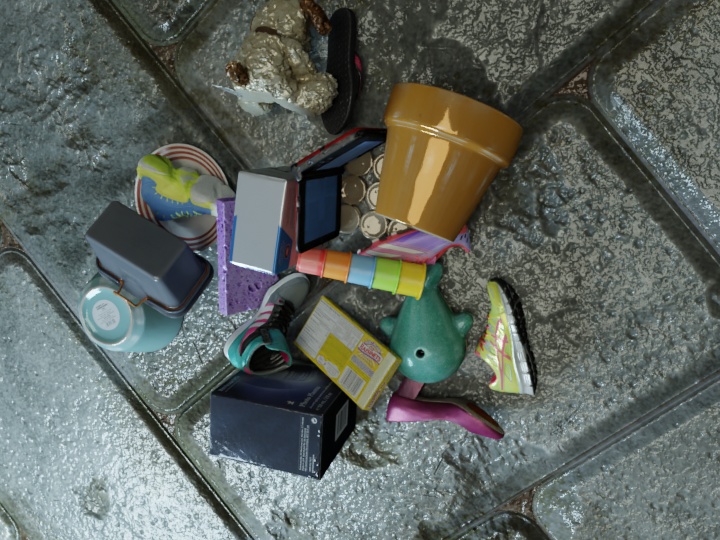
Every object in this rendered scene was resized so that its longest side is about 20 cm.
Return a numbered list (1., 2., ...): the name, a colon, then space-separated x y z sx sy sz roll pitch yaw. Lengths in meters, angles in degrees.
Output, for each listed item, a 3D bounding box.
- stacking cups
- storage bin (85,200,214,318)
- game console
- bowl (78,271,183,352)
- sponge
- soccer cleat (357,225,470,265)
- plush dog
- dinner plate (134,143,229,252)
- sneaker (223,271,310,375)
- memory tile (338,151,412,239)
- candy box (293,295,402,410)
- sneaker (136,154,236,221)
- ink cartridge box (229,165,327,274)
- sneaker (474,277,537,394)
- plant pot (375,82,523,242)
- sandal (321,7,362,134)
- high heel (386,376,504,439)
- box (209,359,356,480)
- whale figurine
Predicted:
1. stacking cups: 0.000 0.000 1.011 0.199 0.061 0.061 10 104 -1
2. storage bin: -0.376 -0.021 1.108 0.200 0.134 0.146 30 70 10
3. game console: -0.020 -0.127 0.983 0.172 0.200 0.119 -26 93 19
4. bowl: -0.449 0.073 1.219 0.200 0.105 0.202 3 102 15
5. sponge: -0.193 -0.030 1.115 0.030 0.111 0.201 20 114 46
6. soccer cleat: 0.080 -0.031 1.043 0.199 0.067 0.077 -23 84 15
7. plush dog: -0.134 -0.348 1.007 0.199 0.160 0.172 10 82 36
8. dinner plate: -0.323 -0.131 1.182 0.199 0.024 0.201 3 101 16
9. sneaker: -0.142 0.101 1.100 0.200 0.084 0.121 -50 40 -2
10. memory tile: 0.057 -0.119 1.077 0.199 0.017 0.154 15 105 14
11. candy box: -0.027 0.136 1.090 0.200 0.026 0.102 37 96 38
12. sneaker: -0.306 -0.124 1.140 0.200 0.076 0.105 30 127 8
13. ink cartridge box: -0.120 -0.089 1.039 0.084 0.200 0.147 13 104 16
14. sneaker: 0.224 0.111 1.045 0.090 0.078 0.201 -11 96 25
15. plant pot: 0.111 -0.147 0.940 0.200 0.200 0.184 21 94 11
16. sandal: -0.023 -0.318 1.038 0.075 0.045 0.201 4 89 44
17. high heel: 0.142 0.258 1.102 0.200 0.067 0.096 28 98 25
18. box: -0.126 0.241 1.107 0.198 0.200 0.124 6 104 15
19. whale figurine: 0.105 0.088 1.059 0.158 0.104 0.201 -3 98 17
